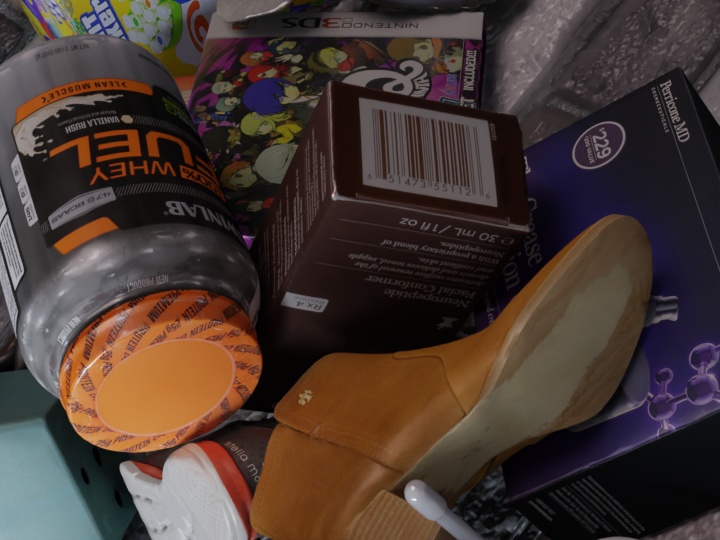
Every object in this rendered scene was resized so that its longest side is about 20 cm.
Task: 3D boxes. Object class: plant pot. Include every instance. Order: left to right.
[{"bbox_3d":[-0.240,0.143,0.849,0.199,0.142,0.141,-22,11,11],"label":"plant pot"}]

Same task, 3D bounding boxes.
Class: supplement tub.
[{"bbox_3d":[-0.124,-0.015,0.735,0.122,0.122,0.201,-36,52,12],"label":"supplement tub"}]

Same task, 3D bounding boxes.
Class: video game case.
[{"bbox_3d":[-0.018,-0.082,0.875,0.180,0.036,0.201,2,49,9],"label":"video game case"}]

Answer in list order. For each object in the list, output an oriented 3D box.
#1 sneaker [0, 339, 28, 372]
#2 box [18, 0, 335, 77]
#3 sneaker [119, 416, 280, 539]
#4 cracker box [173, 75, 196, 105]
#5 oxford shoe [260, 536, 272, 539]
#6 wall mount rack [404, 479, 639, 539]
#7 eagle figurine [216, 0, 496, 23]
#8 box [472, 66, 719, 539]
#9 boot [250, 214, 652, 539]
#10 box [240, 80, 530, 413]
[{"bbox_3d":[-0.174,0.064,0.919,0.199,0.089,0.079,-23,46,17],"label":"sneaker"},{"bbox_3d":[-0.150,-0.239,1.024,0.192,0.201,0.122,-37,38,-16],"label":"box"},{"bbox_3d":[-0.071,0.119,0.784,0.082,0.077,0.200,-28,2,-24],"label":"sneaker"},{"bbox_3d":[-0.077,-0.041,0.907,0.133,0.058,0.201,-7,49,1],"label":"cracker box"},{"bbox_3d":[-0.050,0.225,0.697,0.070,0.074,0.201,-15,50,32],"label":"oxford shoe"},{"bbox_3d":[0.055,0.182,0.576,0.201,0.173,0.075,-57,2,-12],"label":"wall mount rack"},{"bbox_3d":[0.004,-0.226,0.942,0.151,0.199,0.153,-33,54,41],"label":"eagle figurine"},{"bbox_3d":[0.132,0.019,0.705,0.141,0.079,0.201,-26,45,19],"label":"box"},{"bbox_3d":[0.032,0.050,0.659,0.144,0.071,0.202,17,70,52],"label":"boot"},{"bbox_3d":[0.000,0.000,0.736,0.200,0.099,0.075,120,153,-53],"label":"box"}]
